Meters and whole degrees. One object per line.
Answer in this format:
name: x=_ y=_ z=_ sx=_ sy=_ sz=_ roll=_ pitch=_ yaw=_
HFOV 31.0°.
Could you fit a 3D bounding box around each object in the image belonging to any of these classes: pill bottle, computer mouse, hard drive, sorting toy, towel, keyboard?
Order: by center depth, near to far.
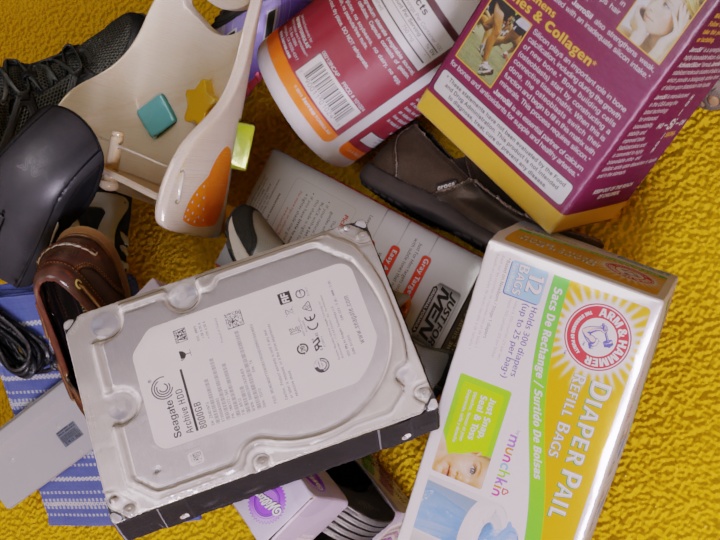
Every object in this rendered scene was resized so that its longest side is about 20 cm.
hard drive: x=-0.067 y=0.061 z=0.775 sx=0.198 sy=0.038 sz=0.141 roll=-19 pitch=60 yaw=-4
computer mouse: x=-0.232 y=-0.009 z=0.920 sx=0.141 sy=0.046 sz=0.200 roll=47 pitch=118 yaw=4
pill bottle: x=0.033 y=-0.173 z=0.935 sx=0.199 sy=0.113 sz=0.114 roll=-34 pitch=65 yaw=15
sorting toy: x=-0.127 y=-0.130 z=0.946 sx=0.199 sy=0.106 sz=0.182 roll=24 pitch=98 yaw=49
keyboard: x=-0.226 y=0.118 z=0.988 sx=0.199 sy=0.011 sz=0.056 roll=-35 pitch=99 yaw=28
towel: x=-0.205 y=0.101 z=0.991 sx=0.143 sy=0.024 sz=0.202 roll=-6 pitch=107 yaw=24

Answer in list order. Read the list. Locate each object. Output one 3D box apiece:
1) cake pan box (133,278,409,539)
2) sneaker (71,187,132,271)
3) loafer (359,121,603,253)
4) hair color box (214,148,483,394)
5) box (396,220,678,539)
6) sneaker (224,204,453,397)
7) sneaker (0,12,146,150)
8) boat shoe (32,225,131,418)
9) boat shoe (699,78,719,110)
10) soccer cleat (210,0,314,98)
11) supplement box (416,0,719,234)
cake pan box: x=-0.059 y=0.107 z=0.873 sx=0.052 sy=0.184 sz=0.200 roll=-45 pitch=62 yaw=9
sneaker: x=-0.204 y=-0.007 z=1.038 sx=0.199 sy=0.130 sz=0.079 roll=47 pitch=127 yaw=-8
loafer: x=0.088 y=-0.052 z=0.900 sx=0.199 sy=0.073 sz=0.072 roll=29 pitch=91 yaw=28
hair color box: x=0.000 y=0.000 z=0.939 sx=0.199 sy=0.061 sz=0.102 roll=30 pitch=93 yaw=30
box: x=0.111 y=0.084 z=0.800 sx=0.111 sy=0.101 sz=0.202 roll=19 pitch=103 yaw=15
sneaker: x=-0.016 y=0.023 z=0.874 sx=0.079 sy=0.074 sz=0.200 roll=-45 pitch=69 yaw=2
sneaker: x=-0.261 y=-0.153 z=1.074 sx=0.199 sy=0.114 sz=0.077 roll=-39 pitch=48 yaw=11
boat shoe: x=-0.176 y=0.072 z=0.899 sx=0.070 sy=0.202 sz=0.071 roll=-15 pitch=26 yaw=13
boat shoe: x=0.197 y=-0.195 z=0.889 sx=0.073 sy=0.075 sz=0.200 roll=-43 pitch=72 yaw=0
soccer cleat: x=-0.106 y=-0.155 z=1.034 sx=0.199 sy=0.068 sz=0.074 roll=-35 pitch=81 yaw=15
supplement box: x=0.149 y=-0.143 z=0.810 sx=0.131 sy=0.103 sz=0.201 roll=46 pitch=121 yaw=21
